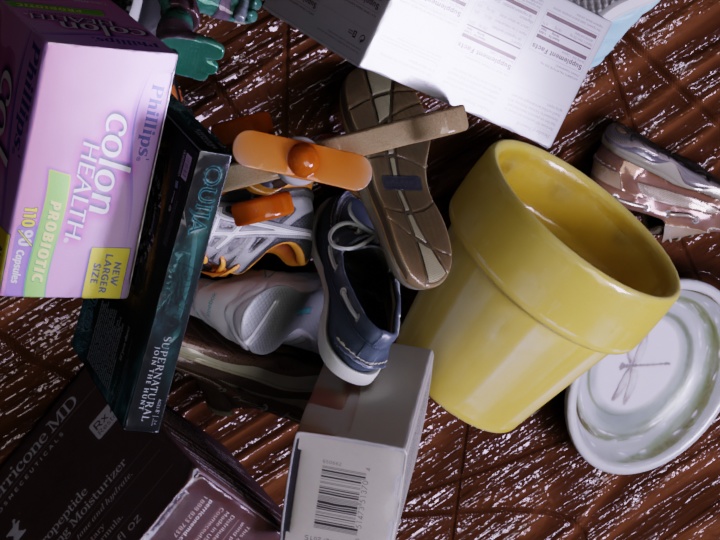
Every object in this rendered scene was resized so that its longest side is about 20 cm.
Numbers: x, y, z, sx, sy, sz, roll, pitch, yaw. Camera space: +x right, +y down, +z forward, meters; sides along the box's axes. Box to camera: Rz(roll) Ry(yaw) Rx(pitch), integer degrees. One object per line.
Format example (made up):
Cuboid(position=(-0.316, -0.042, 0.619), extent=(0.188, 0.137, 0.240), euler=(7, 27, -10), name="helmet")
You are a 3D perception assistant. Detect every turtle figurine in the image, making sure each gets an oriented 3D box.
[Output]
Cuboid(position=(-0.121, -0.227, 1.411), extent=(0.100, 0.201, 0.150), euler=(-15, 126, 8), name="turtle figurine")

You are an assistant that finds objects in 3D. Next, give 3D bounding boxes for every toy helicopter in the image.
Cuboid(position=(-0.020, -0.089, 1.462), extent=(0.199, 0.132, 0.079), euler=(-14, 92, 5), name="toy helicopter")

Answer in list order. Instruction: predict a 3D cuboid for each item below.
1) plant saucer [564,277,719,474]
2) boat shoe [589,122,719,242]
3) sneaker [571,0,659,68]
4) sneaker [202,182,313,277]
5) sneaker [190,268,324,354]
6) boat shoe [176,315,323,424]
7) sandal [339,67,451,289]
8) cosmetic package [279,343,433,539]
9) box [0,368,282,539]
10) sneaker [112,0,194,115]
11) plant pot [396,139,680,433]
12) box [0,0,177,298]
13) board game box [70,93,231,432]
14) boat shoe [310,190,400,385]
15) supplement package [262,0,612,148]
Cuboid(position=(0.263, 0.091, 1.883), extent=(0.199, 0.050, 0.201), euler=(-14, 121, -25), name="plant saucer")
Cuboid(position=(0.278, -0.064, 1.805), extent=(0.199, 0.076, 0.072), euler=(25, 103, -29), name="boat shoe")
Cuboid(position=(0.197, -0.217, 1.685), extent=(0.199, 0.074, 0.082), euler=(-33, 157, -20), name="sneaker")
Cuboid(position=(-0.117, -0.029, 1.549), extent=(0.199, 0.078, 0.078), euler=(-11, 91, -27), name="sneaker")
Cuboid(position=(-0.064, 0.025, 1.627), extent=(0.200, 0.080, 0.071), euler=(8, 100, -60), name="sneaker")
Cuboid(position=(-0.103, 0.087, 1.636), extent=(0.201, 0.075, 0.075), euler=(18, 112, -36), name="boat shoe")
Cuboid(position=(0.018, -0.071, 1.581), extent=(0.080, 0.201, 0.054), euler=(5, 152, -38), name="sandal")
Cuboid(position=(-0.001, 0.135, 1.559), extent=(0.087, 0.200, 0.104), euler=(10, 109, 5), name="cosmetic package")
Cuboid(position=(-0.167, 0.207, 1.573), extent=(0.166, 0.200, 0.164), euler=(-51, 129, -1), name="box")
Cuboid(position=(-0.153, -0.116, 1.471), extent=(0.089, 0.070, 0.202), euler=(13, 85, -25), name="sneaker")
Cuboid(position=(0.135, 0.025, 1.688), extent=(0.200, 0.201, 0.189), euler=(19, 118, -37), name="plant pot")
Cuboid(position=(-0.223, -0.101, 1.381), extent=(0.096, 0.200, 0.177), euler=(2, 114, -33), name="box")
Cuboid(position=(-0.145, -0.010, 1.376), extent=(0.028, 0.135, 0.201), euler=(8, 109, -27), name="board game box")
Cuboid(position=(0.000, 0.000, 1.578), extent=(0.075, 0.201, 0.062), euler=(28, 125, -19), name="boat shoe")
Cuboid(position=(0.057, -0.195, 1.538), extent=(0.199, 0.156, 0.111), euler=(20, 101, -38), name="supplement package")
